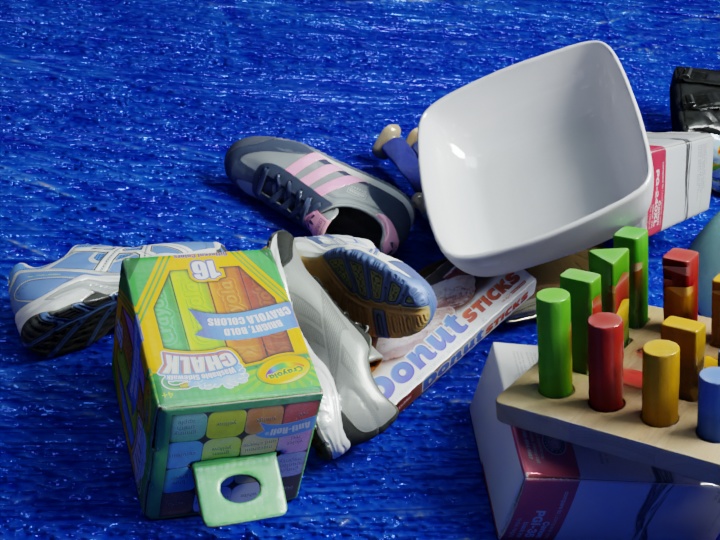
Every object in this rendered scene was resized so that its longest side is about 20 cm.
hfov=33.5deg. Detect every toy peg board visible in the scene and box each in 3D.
[{"bbox_3d":[0.232,0.050,0.897,0.197,0.099,0.199,12,30,36],"label":"toy peg board"}]

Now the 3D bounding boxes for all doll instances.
[{"bbox_3d":[0.095,-0.073,1.221,0.135,0.049,0.201,0,41,-39],"label":"doll"}]

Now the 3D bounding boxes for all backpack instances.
[{"bbox_3d":[0.465,-0.156,1.387,0.197,0.155,0.164,-4,35,11],"label":"backpack"}]

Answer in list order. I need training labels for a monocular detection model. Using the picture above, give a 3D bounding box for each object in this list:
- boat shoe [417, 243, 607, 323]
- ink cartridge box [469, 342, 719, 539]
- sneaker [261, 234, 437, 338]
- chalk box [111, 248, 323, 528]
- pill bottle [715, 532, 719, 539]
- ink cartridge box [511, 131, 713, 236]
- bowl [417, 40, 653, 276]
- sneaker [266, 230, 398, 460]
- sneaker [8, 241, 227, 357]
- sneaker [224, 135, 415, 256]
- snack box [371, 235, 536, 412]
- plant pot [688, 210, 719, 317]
[{"bbox_3d":[0.136,0.021,1.116,0.198,0.065,0.073,-13,55,-10],"label":"boat shoe"},{"bbox_3d":[0.202,0.143,0.976,0.197,0.083,0.147,5,39,-11],"label":"ink cartridge box"},{"bbox_3d":[0.000,0.000,1.040,0.199,0.076,0.088,17,29,42],"label":"sneaker"},{"bbox_3d":[-0.107,0.097,0.893,0.123,0.125,0.201,-4,43,-22],"label":"chalk box"},{"bbox_3d":[0.319,0.198,0.856,0.111,0.202,0.113,9,39,-7],"label":"pill bottle"},{"bbox_3d":[0.251,-0.089,1.187,0.144,0.085,0.199,5,12,33],"label":"ink cartridge box"},{"bbox_3d":[0.155,-0.087,1.054,0.198,0.075,0.201,-19,50,15],"label":"bowl"},{"bbox_3d":[-0.031,0.055,0.983,0.078,0.074,0.202,-17,65,-13],"label":"sneaker"},{"bbox_3d":[-0.201,0.003,1.010,0.198,0.076,0.077,-15,52,-34],"label":"sneaker"},{"bbox_3d":[-0.047,-0.069,1.151,0.198,0.071,0.082,19,36,6],"label":"sneaker"},{"bbox_3d":[0.061,0.051,1.038,0.199,0.024,0.072,-39,62,-24],"label":"snack box"},{"bbox_3d":[0.443,-0.020,1.209,0.197,0.136,0.201,10,39,-8],"label":"plant pot"}]
